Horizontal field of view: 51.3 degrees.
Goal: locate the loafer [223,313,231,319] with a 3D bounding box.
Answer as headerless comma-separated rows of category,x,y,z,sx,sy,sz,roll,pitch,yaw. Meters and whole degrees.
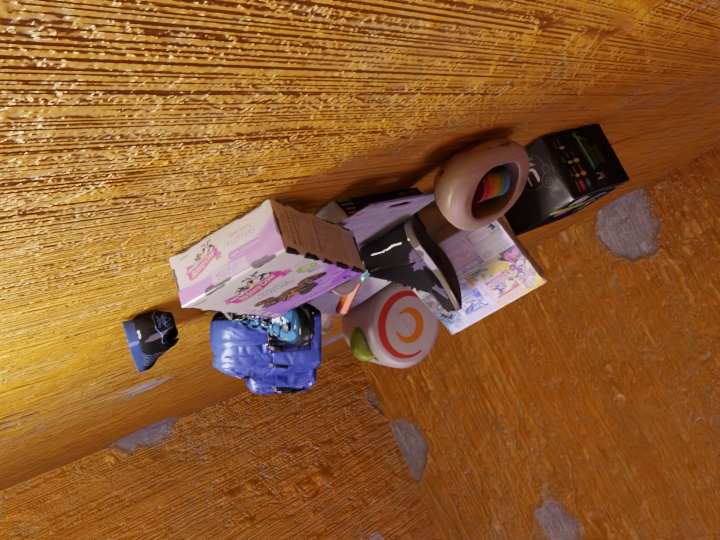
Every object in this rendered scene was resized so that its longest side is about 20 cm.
loafer,-0.144,0.034,1.298,0.199,0.070,0.070,-17,176,-8

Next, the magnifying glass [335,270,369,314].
magnifying glass,0.000,0.000,1.340,0.079,0.022,0.201,6,129,-27

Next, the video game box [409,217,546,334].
video game box,0.190,0.000,1.304,0.199,0.182,0.047,-32,-153,21

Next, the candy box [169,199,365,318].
candy box,-0.116,-0.006,0.978,0.167,0.072,0.200,-27,161,23

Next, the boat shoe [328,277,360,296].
boat shoe,-0.065,0.008,1.228,0.059,0.072,0.200,8,-171,29

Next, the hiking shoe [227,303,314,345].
hiking shoe,-0.152,0.068,1.135,0.086,0.075,0.199,-15,-153,-43

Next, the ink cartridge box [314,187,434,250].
ink cartridge box,0.005,-0.079,1.126,0.199,0.041,0.200,-16,166,-48

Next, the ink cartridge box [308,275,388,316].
ink cartridge box,-0.073,0.027,1.434,0.199,0.044,0.196,11,152,-29

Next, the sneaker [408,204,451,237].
sneaker,0.149,-0.056,1.356,0.114,0.076,0.200,-17,147,8

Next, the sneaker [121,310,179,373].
sneaker,-0.330,0.114,1.201,0.077,0.071,0.200,-16,168,-16

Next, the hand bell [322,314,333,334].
hand bell,-0.041,0.036,1.615,0.200,0.104,0.104,-44,164,24

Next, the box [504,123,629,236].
box,0.357,-0.165,1.358,0.199,0.125,0.148,-20,169,-41

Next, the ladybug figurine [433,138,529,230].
ladybug figurine,0.176,-0.133,1.106,0.199,0.072,0.137,-17,128,-44

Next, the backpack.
backpack,-0.175,0.140,1.372,0.198,0.169,0.162,0,176,-9

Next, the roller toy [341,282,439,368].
roller toy,0.061,0.106,1.571,0.199,0.184,0.139,16,174,-31

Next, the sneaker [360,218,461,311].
sneaker,0.088,0.004,1.240,0.106,0.200,0.075,-23,-145,23
